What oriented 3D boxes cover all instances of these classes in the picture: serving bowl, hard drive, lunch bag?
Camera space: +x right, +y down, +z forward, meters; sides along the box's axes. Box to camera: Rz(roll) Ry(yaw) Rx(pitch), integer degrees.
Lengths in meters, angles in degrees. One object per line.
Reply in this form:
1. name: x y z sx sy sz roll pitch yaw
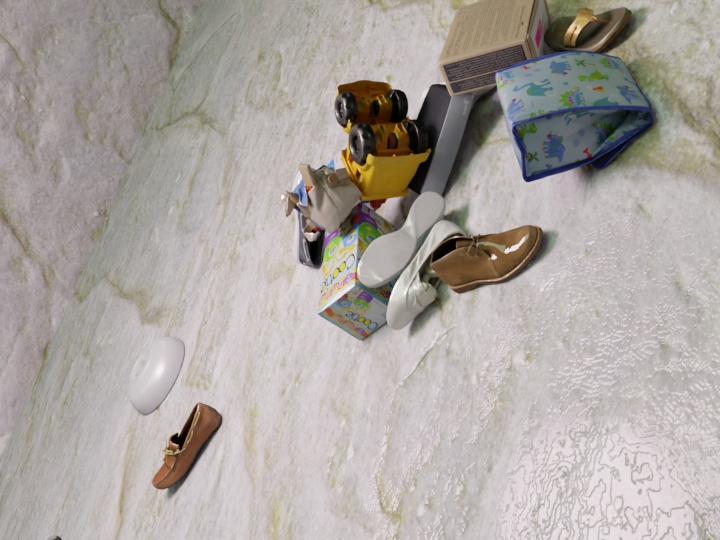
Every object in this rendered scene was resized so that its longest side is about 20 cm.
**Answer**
1. serving bowl: -0.514 0.247 2.293 0.199 0.065 0.202 -40 33 32
2. hard drive: 0.132 -0.233 1.683 0.135 0.042 0.204 41 116 62
3. lunch bag: 0.311 -0.237 1.367 0.196 0.129 0.172 -17 39 9

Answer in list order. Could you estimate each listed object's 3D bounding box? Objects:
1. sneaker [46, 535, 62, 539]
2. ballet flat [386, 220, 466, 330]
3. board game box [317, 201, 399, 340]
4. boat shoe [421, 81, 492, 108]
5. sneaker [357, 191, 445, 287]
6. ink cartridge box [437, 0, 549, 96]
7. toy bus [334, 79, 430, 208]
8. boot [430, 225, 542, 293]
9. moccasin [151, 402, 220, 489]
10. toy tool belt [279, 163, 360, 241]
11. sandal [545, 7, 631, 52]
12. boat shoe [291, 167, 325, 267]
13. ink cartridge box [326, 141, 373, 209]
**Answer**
1. sneaker: -0.774 0.724 2.236 0.201 0.074 0.079 -52 18 -1
2. ballet flat: 0.109 0.009 1.512 0.202 0.069 0.069 -59 27 -10
3. board game box: 0.000 0.000 1.652 0.103 0.104 0.203 -36 34 35
4. boat shoe: 0.183 -0.320 1.729 0.198 0.071 0.070 -12 72 46
5. sneaker: 0.076 -0.037 1.577 0.075 0.089 0.200 40 76 21
6. ink cartridge box: 0.234 -0.400 1.620 0.162 0.076 0.202 -8 38 27
7. toy bus: 0.022 -0.217 1.700 0.194 0.133 0.202 109 144 -47
8. boot: 0.185 -0.026 1.406 0.198 0.075 0.075 -27 38 44
9. moccasin: -0.369 0.361 1.919 0.202 0.077 0.074 -52 28 11
10. toy tool belt: -0.086 -0.138 1.693 0.126 0.122 0.199 -55 13 -17
11. sandal: 0.358 -0.398 1.524 0.081 0.054 0.199 -59 27 -3
12. boat shoe: -0.099 -0.107 1.904 0.067 0.071 0.205 18 106 53
13. ink cartridge box: 0.016 -0.207 1.863 0.200 0.085 0.148 -47 29 22
